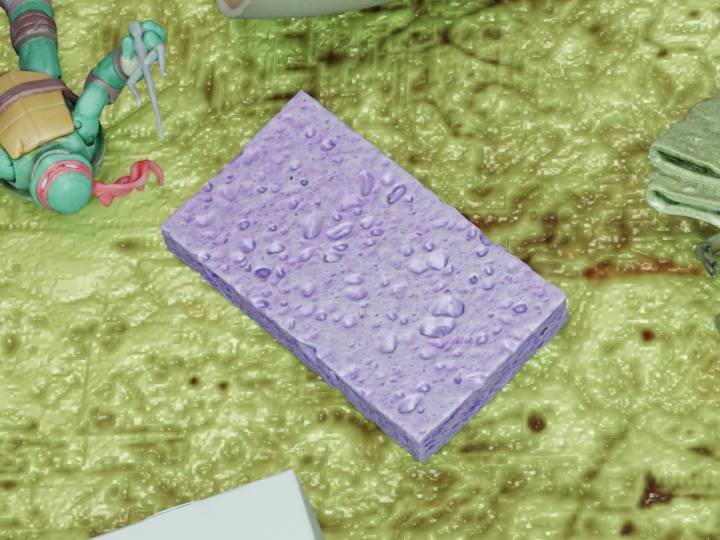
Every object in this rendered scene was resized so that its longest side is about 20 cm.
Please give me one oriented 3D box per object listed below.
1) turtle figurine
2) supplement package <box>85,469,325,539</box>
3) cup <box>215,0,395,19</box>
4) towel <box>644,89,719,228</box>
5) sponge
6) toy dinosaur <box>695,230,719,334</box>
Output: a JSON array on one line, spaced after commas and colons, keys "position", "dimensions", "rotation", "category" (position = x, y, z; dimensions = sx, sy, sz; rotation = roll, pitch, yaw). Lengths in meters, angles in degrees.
[{"position": [-0.182, -0.090, 1.400], "dimensions": [0.149, 0.101, 0.200], "rotation": [-18, 41, -18], "category": "turtle figurine"}, {"position": [-0.048, 0.216, 1.181], "dimensions": [0.121, 0.120, 0.200], "rotation": [-19, 58, 1], "category": "supplement package"}, {"position": [0.011, -0.227, 1.410], "dimensions": [0.143, 0.200, 0.201], "rotation": [6, 58, -15], "category": "cup"}, {"position": [0.243, -0.060, 1.300], "dimensions": [0.148, 0.037, 0.200], "rotation": [24, 40, 26], "category": "towel"}, {"position": [0.000, 0.000, 1.353], "dimensions": [0.112, 0.030, 0.200], "rotation": [-43, 62, -15], "category": "sponge"}, {"position": [0.223, -0.003, 1.308], "dimensions": [0.101, 0.058, 0.200], "rotation": [-19, 39, -8], "category": "toy dinosaur"}]
